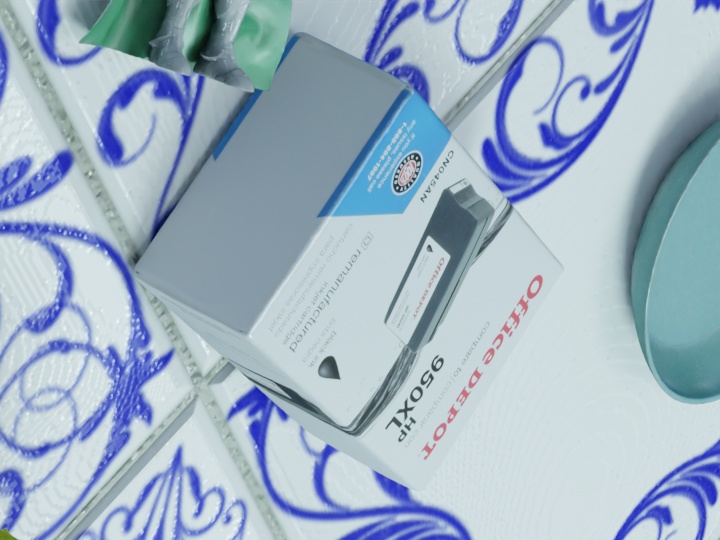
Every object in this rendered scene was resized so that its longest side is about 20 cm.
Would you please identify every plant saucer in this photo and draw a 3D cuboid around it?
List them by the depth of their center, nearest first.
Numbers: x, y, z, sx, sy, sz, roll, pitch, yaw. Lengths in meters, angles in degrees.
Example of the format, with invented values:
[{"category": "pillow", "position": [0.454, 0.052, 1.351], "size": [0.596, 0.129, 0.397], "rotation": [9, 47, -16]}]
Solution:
[{"category": "plant saucer", "position": [0.219, -0.019, 1.775], "size": [0.200, 0.036, 0.200], "rotation": [-30, 134, -38]}]

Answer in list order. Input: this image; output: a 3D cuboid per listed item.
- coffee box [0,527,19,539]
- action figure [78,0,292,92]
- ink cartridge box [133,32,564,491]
[{"category": "coffee box", "position": [-0.180, 0.258, 1.313], "size": [0.200, 0.199, 0.198], "rotation": [-13, 121, -46]}, {"category": "action figure", "position": [-0.046, -0.183, 1.332], "size": [0.118, 0.055, 0.201], "rotation": [9, 100, -50]}, {"category": "ink cartridge box", "position": [0.000, 0.000, 1.473], "size": [0.145, 0.084, 0.200], "rotation": [-56, 144, -8]}]
